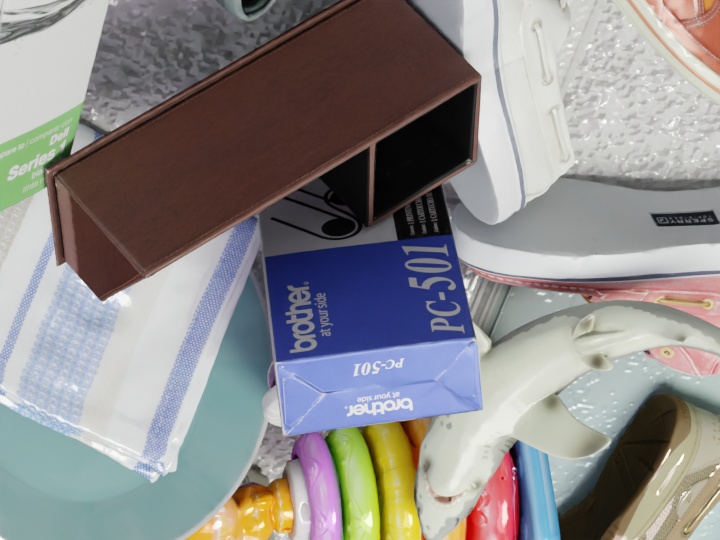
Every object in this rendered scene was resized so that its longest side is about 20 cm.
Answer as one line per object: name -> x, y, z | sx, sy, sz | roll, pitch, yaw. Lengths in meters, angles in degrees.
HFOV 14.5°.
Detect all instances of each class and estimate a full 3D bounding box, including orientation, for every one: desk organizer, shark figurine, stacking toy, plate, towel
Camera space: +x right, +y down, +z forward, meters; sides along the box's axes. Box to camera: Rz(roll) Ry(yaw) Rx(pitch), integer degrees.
desk organizer -> -0.042, -0.049, 1.326 | 0.199, 0.077, 0.072 | -32, 149, -22
shark figurine -> 0.118, 0.046, 1.428 | 0.213, 0.089, 0.129 | -16, 92, 13
stacking toy -> -0.002, 0.120, 1.494 | 0.199, 0.110, 0.116 | -6, 163, -11
plate -> -0.136, 0.049, 1.428 | 0.199, 0.026, 0.202 | 0, 89, -29
towel -> -0.150, -0.001, 1.394 | 0.199, 0.148, 0.024 | 29, 165, -25

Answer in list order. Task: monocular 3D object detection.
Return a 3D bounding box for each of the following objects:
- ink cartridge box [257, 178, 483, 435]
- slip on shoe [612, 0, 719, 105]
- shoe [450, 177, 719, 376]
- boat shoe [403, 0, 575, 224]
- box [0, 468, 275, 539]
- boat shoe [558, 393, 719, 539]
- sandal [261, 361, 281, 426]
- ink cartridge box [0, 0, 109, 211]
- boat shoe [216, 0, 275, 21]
ink cartridge box -> 0.000, 0.000, 1.358 | 0.093, 0.200, 0.044 | -7, 123, -1
slip on shoe -> 0.154, -0.143, 1.350 | 0.061, 0.074, 0.200 | -36, 121, 17
shoe -> 0.140, 0.008, 1.469 | 0.199, 0.072, 0.091 | -1, 127, -11
boat shoe -> 0.066, -0.117, 1.368 | 0.070, 0.071, 0.201 | -30, 128, -19
box -> -0.153, 0.148, 1.509 | 0.199, 0.128, 0.109 | 27, 123, -26
boat shoe -> 0.150, 0.159, 1.597 | 0.064, 0.071, 0.200 | 20, 123, -22
sandal -> -0.014, 0.047, 1.440 | 0.082, 0.050, 0.203 | -19, 173, -1
ink cartridge box -> -0.184, -0.144, 1.245 | 0.084, 0.146, 0.201 | -29, 149, -46
boat shoe -> -0.015, -0.193, 1.271 | 0.073, 0.062, 0.200 | -6, 146, -50
